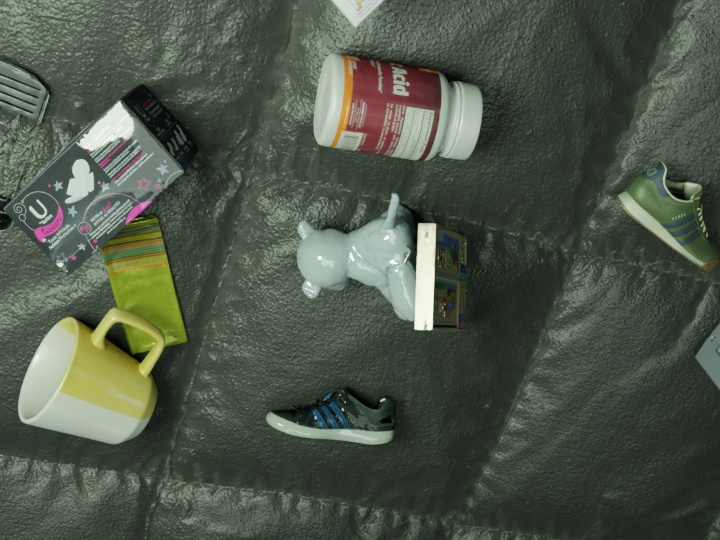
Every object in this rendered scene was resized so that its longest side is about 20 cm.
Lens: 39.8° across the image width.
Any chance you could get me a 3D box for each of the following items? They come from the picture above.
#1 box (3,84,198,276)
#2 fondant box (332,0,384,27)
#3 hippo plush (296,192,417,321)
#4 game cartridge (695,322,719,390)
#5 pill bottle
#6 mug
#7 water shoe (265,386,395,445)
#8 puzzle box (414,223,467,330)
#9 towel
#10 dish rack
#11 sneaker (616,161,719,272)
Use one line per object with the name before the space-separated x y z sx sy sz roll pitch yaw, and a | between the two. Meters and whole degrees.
box | -0.314 -0.115 1.219 0.199 0.132 0.115 -38 105 11
fondant box | -0.060 -0.383 1.124 0.058 0.145 0.200 -41 117 12
hippo plush | 0.000 0.000 1.320 0.158 0.200 0.162 -13 88 8
game cartridge | 0.605 0.095 1.504 0.041 0.134 0.200 34 108 -25
pill bottle | 0.047 -0.202 1.256 0.196 0.115 0.116 7 116 -14
mug | -0.352 0.158 1.350 0.152 0.152 0.185 31 140 -32
water shoe | -0.044 0.212 1.495 0.196 0.071 0.080 9 88 -13
puzzle box | 0.109 0.014 1.318 0.025 0.200 0.136 2 88 18
towel | -0.298 0.022 1.364 0.084 0.018 0.203 -11 119 -4
dish rack | -0.472 -0.163 1.214 0.151 0.055 0.202 19 112 -20
sneaker | 0.466 -0.080 1.423 0.199 0.067 0.090 32 113 -20
